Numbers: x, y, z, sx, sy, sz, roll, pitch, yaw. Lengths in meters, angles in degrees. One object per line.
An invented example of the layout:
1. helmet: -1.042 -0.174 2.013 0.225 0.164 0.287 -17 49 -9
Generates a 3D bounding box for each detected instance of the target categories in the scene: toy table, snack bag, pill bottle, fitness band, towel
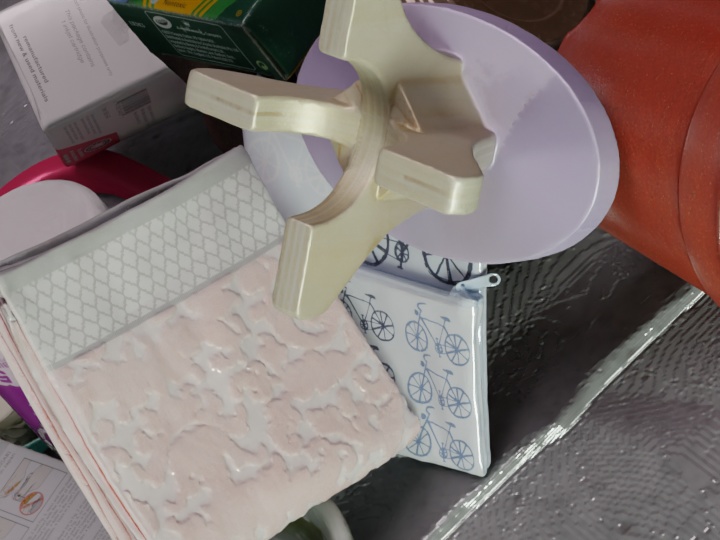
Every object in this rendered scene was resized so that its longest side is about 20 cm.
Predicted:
1. toy table: 0.017 -0.069 1.371 0.200 0.117 0.185 9 101 39
2. snack bag: 0.000 0.000 1.492 0.188 0.201 0.021 14 21 42
3. pill bottle: -0.141 0.052 1.511 0.112 0.200 0.113 -20 43 20
4. fitness band: -0.175 -0.007 1.721 0.144 0.037 0.200 -47 42 -15
5. towel: -0.081 0.048 1.412 0.200 0.191 0.032 -30 -3 -41

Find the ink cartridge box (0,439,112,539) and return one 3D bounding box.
1. ink cartridge box: -0.167 0.183 1.452 0.200 0.057 0.163 10 59 47

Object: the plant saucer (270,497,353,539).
1. plant saucer: -0.082 0.198 1.448 0.200 0.050 0.201 -19 44 20

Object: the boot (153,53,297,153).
1. boot: -0.007 -0.132 1.612 0.200 0.166 0.072 -32 38 6

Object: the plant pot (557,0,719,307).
1. plant pot: 0.205 -0.067 1.397 0.201 0.201 0.195 -46 34 -11

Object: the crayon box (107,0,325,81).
1. crayon box: -0.039 -0.206 1.532 0.126 0.052 0.200 15 63 47

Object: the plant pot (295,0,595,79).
1. plant pot: 0.066 -0.141 1.537 0.093 0.200 0.201 128 159 -48

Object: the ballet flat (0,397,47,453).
1. ballet flat: -0.165 0.057 1.613 0.200 0.070 0.067 -36 77 8

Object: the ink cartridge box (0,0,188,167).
1. ink cartridge box: -0.117 -0.153 1.699 0.199 0.146 0.085 -25 84 -4
